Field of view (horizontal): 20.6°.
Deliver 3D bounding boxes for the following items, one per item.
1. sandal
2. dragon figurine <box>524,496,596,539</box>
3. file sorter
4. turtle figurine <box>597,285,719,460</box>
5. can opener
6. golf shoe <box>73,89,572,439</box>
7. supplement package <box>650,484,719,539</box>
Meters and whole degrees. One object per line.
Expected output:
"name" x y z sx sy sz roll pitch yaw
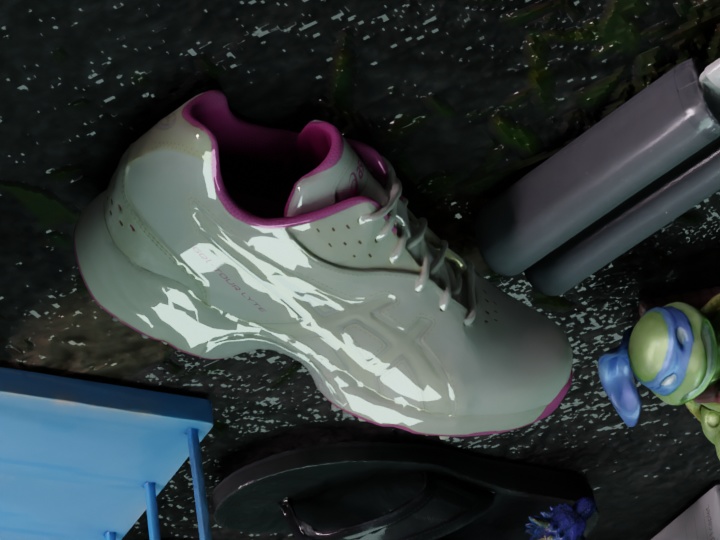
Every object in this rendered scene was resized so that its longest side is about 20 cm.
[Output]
"sandal" 0.028 0.118 0.924 0.199 0.048 0.075 7 142 -26
"dragon figurine" 0.042 0.177 0.921 0.199 0.059 0.100 -26 146 -16
"file sorter" -0.162 0.148 0.854 0.138 0.124 0.200 11 140 -27
"turtle figurine" 0.215 0.049 0.787 0.193 0.145 0.199 8 154 -37
"can opener" 0.125 -0.044 0.714 0.052 0.067 0.199 25 137 -38
"golf shoe" 0.000 0.000 0.717 0.198 0.076 0.092 18 127 -21
"supplement package" 0.201 0.251 1.032 0.146 0.193 0.200 12 139 -27
